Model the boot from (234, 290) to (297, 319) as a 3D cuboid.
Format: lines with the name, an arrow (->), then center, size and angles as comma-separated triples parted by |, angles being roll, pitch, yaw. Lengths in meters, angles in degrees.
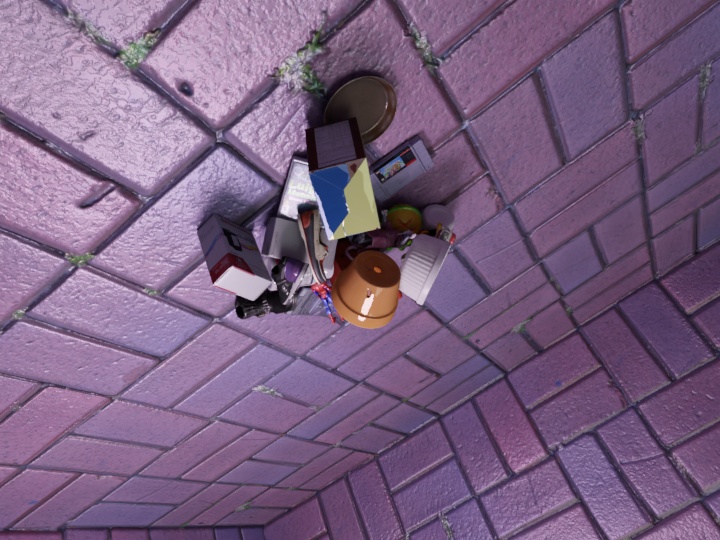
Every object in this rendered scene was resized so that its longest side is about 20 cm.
boot -> -0.299, 0.102, 1.670 | 0.156, 0.081, 0.211 | -1, 161, -32

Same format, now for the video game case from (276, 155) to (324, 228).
video game case -> -0.110, -0.201, 1.430 | 0.197, 0.024, 0.184 | 12, 125, -16

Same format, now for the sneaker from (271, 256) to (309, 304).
sneaker -> -0.211, 0.020, 1.485 | 0.087, 0.076, 0.200 | 26, 142, -8

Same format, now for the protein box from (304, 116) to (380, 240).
protein box -> -0.044, -0.222, 1.275 | 0.133, 0.202, 0.200 | -12, 132, 2

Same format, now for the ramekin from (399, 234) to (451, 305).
ramekin -> 0.181, -0.011, 1.563 | 0.202, 0.104, 0.200 | -62, 172, -15

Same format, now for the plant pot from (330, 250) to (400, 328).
plant pot -> 0.029, 0.041, 1.487 | 0.197, 0.202, 0.141 | -5, 142, -28

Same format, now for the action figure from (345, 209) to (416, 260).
action figure -> 0.074, -0.085, 1.543 | 0.197, 0.135, 0.151 | -3, 130, -30

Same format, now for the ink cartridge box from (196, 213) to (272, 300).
ink cartridge box -> -0.338, -0.037, 1.410 | 0.083, 0.201, 0.145 | -41, 143, 17

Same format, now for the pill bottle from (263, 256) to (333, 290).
pill bottle -> -0.188, -0.010, 1.609 | 0.197, 0.121, 0.120 | -7, 141, -25

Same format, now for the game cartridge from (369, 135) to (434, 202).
game cartridge -> 0.108, -0.289, 1.524 | 0.199, 0.039, 0.130 | -34, 149, 10

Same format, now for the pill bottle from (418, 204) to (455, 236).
pill bottle -> 0.237, -0.110, 1.761 | 0.111, 0.113, 0.202 | -11, 142, -20

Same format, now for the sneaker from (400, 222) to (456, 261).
sneaker -> 0.203, -0.085, 1.671 | 0.199, 0.078, 0.082 | -34, 111, 32

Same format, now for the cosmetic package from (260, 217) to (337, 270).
cosmetic package -> -0.172, -0.076, 1.501 | 0.197, 0.081, 0.115 | 11, 90, -29

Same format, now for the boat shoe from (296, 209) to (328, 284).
boat shoe -> -0.119, -0.064, 1.441 | 0.062, 0.203, 0.071 | -14, -173, -2

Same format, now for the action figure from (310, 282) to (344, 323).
action figure -> -0.116, 0.089, 1.794 | 0.064, 0.052, 0.202 | -15, 123, 22

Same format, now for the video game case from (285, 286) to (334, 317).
video game case -> -0.156, 0.110, 1.873 | 0.198, 0.019, 0.143 | 8, 133, -40

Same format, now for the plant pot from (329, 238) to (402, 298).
plant pot -> 0.000, 0.000, 1.696 | 0.197, 0.201, 0.178 | -22, 134, -6

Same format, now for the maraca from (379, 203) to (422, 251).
maraca -> 0.124, -0.130, 1.667 | 0.135, 0.108, 0.201 | 3, 141, -5

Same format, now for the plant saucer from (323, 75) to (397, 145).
plant saucer -> -0.003, -0.396, 1.314 | 0.197, 0.032, 0.202 | -17, 144, -12
